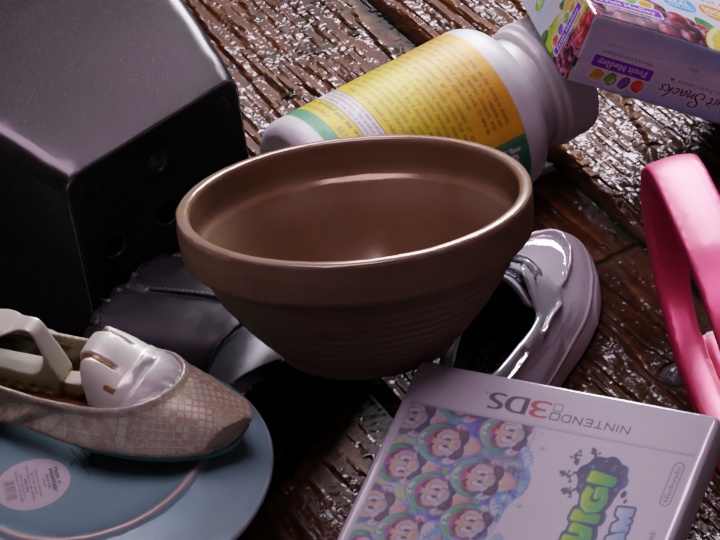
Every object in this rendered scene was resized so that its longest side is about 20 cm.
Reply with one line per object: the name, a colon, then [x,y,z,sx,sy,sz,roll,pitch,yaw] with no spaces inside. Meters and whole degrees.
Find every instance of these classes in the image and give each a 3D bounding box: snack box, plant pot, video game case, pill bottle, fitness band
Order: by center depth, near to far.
video game case: [0.073,0.147,1.406,0.181,0.024,0.201,10,59,30]
fitness band: [0.193,0.023,1.481,0.037,0.144,0.200,-14,35,-2]
plant pot: [0.000,0.000,1.516,0.200,0.093,0.201,-5,21,2]
pill bottle: [0.047,-0.083,1.710,0.199,0.113,0.113,-28,37,-20]
snack box: [0.205,-0.149,1.713,0.199,0.053,0.142,14,27,-22]
plant pot: [-0.175,-0.074,1.718,0.199,0.201,0.177,-33,49,-26]

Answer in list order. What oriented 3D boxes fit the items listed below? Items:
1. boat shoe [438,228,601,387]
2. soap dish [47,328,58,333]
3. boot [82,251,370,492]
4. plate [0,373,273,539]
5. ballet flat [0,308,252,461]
boat shoe: [0.087,0.029,1.576,0.072,0.069,0.200,6,40,26]
soap dish: [-0.220,0.128,1.532,0.199,0.082,0.157,-27,37,-18]
boot: [-0.095,0.058,1.596,0.162,0.074,0.198,14,36,30]
plate: [-0.146,0.106,1.449,0.199,0.026,0.201,-6,38,5]
ballet flat: [-0.155,0.057,1.442,0.199,0.063,0.068,7,40,21]
